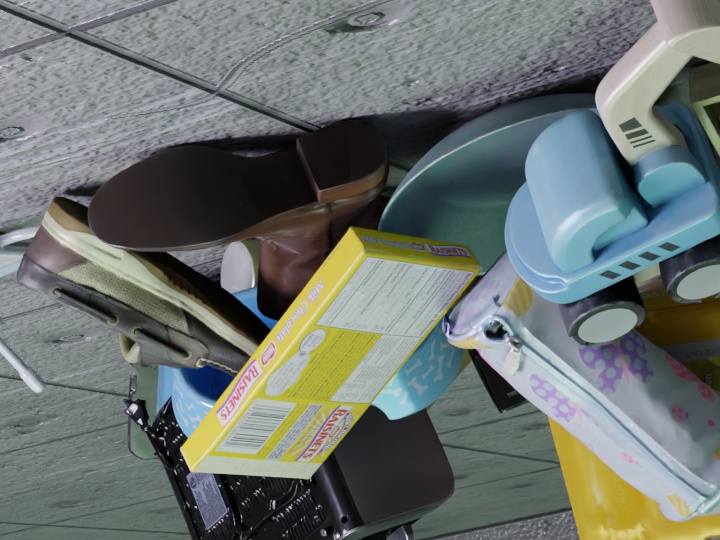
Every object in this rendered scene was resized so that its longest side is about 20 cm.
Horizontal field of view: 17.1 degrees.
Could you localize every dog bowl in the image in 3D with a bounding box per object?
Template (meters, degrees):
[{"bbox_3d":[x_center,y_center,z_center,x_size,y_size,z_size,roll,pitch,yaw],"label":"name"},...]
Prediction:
[{"bbox_3d":[-0.032,0.052,1.579,0.199,0.112,0.050,-17,144,-1],"label":"dog bowl"}]

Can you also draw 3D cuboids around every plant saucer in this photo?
[{"bbox_3d":[0.102,-0.061,1.451,0.200,0.039,0.201,-13,155,-6],"label":"plant saucer"}]

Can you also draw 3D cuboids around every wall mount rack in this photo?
[{"bbox_3d":[-0.233,0.028,1.573,0.200,0.075,0.174,-17,165,35],"label":"wall mount rack"}]

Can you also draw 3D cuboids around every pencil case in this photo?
[{"bbox_3d":[0.147,0.067,1.465,0.083,0.200,0.091,-49,-166,8],"label":"pencil case"}]

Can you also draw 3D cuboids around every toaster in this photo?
[{"bbox_3d":[-0.049,0.131,1.695,0.118,0.200,0.181,-6,154,-41],"label":"toaster"}]

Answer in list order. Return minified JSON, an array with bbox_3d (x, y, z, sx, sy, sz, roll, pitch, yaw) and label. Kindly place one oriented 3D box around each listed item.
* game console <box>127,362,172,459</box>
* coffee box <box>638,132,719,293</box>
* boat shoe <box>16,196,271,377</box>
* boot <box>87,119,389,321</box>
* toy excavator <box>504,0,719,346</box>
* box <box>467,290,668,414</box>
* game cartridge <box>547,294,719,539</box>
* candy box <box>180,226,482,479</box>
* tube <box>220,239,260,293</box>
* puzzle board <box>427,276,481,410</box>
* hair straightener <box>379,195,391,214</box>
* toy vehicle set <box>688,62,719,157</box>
[{"bbox_3d":[-0.065,0.073,1.790,0.199,0.117,0.176,-6,176,-18],"label":"game console"},{"bbox_3d":[0.193,-0.034,1.594,0.199,0.080,0.114,-10,167,1],"label":"coffee box"},{"bbox_3d":[-0.128,0.027,1.490,0.201,0.072,0.066,35,99,-32],"label":"boat shoe"},{"bbox_3d":[-0.065,-0.012,1.470,0.186,0.064,0.200,-11,158,-4],"label":"boot"},{"bbox_3d":[0.151,-0.063,1.326,0.194,0.100,0.200,-26,147,19],"label":"toy excavator"},{"bbox_3d":[0.180,0.038,1.796,0.200,0.048,0.158,-24,-177,2],"label":"box"},{"bbox_3d":[0.222,0.095,1.535,0.199,0.177,0.032,-10,-154,14],"label":"game cartridge"},{"bbox_3d":[-0.020,0.055,1.480,0.102,0.026,0.200,6,131,-45],"label":"candy box"},{"bbox_3d":[0.000,0.000,1.682,0.199,0.052,0.058,-3,-177,-29],"label":"tube"},{"bbox_3d":[0.063,0.051,1.851,0.151,0.017,0.200,-49,164,0],"label":"puzzle board"},{"bbox_3d":[0.003,-0.025,1.587,0.077,0.041,0.200,-20,164,39],"label":"hair straightener"},{"bbox_3d":[0.288,-0.070,1.442,0.124,0.027,0.200,-16,142,21],"label":"toy vehicle set"}]
